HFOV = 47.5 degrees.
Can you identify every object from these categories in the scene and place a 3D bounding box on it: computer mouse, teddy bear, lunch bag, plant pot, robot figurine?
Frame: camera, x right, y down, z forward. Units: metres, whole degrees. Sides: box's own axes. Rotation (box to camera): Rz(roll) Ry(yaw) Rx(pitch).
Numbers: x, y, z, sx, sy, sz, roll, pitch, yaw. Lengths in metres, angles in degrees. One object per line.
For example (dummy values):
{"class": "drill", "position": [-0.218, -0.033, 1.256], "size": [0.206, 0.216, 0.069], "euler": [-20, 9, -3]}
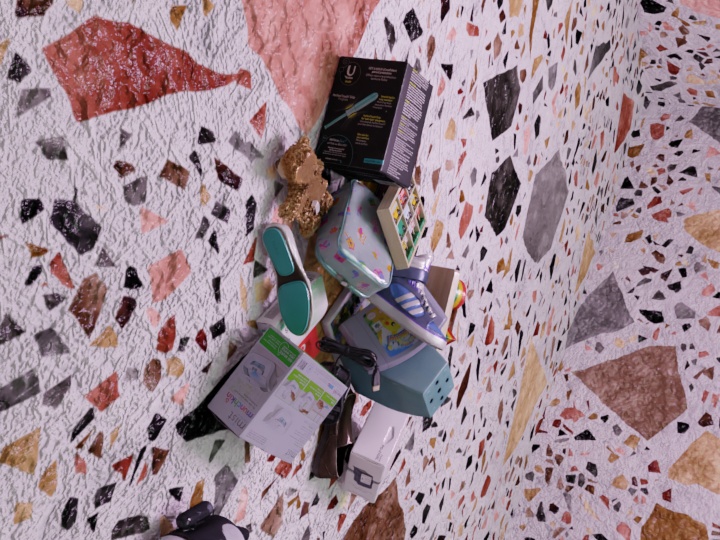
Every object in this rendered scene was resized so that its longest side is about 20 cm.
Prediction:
{"class": "computer mouse", "position": [-0.028, 0.224, 1.631], "size": [0.046, 0.138, 0.203], "euler": [-57, 158, -61]}
{"class": "teddy bear", "position": [-0.103, -0.143, 1.437], "size": [0.147, 0.066, 0.200], "euler": [-66, 157, -10]}
{"class": "lunch bag", "position": [-0.002, -0.054, 1.529], "size": [0.160, 0.076, 0.202], "euler": [41, 41, -31]}
{"class": "plant pot", "position": [0.086, 0.208, 1.707], "size": [0.142, 0.198, 0.142], "euler": [-47, 141, -23]}
{"class": "robot figurine", "position": [-0.264, 0.471, 1.324], "size": [0.125, 0.151, 0.199], "euler": [-40, 164, 24]}

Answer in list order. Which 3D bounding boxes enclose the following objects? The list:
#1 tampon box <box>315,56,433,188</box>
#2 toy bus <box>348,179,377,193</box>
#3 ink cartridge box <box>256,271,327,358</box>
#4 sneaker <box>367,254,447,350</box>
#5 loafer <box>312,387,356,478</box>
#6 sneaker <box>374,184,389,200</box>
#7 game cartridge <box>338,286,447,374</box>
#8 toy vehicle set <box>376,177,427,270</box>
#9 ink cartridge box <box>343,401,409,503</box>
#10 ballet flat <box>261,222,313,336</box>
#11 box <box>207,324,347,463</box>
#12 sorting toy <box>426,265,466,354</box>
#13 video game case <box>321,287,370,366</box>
{"class": "tampon box", "position": [0.026, -0.273, 1.516], "size": [0.126, 0.148, 0.203], "euler": [20, 84, -61]}
{"class": "toy bus", "position": [0.037, -0.243, 1.624], "size": [0.065, 0.077, 0.203], "euler": [22, 82, -61]}
{"class": "ink cartridge box", "position": [-0.114, 0.127, 1.533], "size": [0.161, 0.049, 0.202], "euler": [-49, 139, -42]}
{"class": "sneaker", "position": [0.117, 0.044, 1.602], "size": [0.147, 0.199, 0.081], "euler": [-54, 170, -5]}
{"class": "loafer", "position": [-0.039, 0.348, 1.737], "size": [0.073, 0.070, 0.203], "euler": [20, 84, -62]}
{"class": "sneaker", "position": [0.058, -0.098, 1.662], "size": [0.080, 0.074, 0.203], "euler": [-12, 90, -56]}
{"class": "game cartridge", "position": [0.071, 0.114, 1.654], "size": [0.199, 0.134, 0.041], "euler": [-34, 165, -10]}
{"class": "toy vehicle set", "position": [0.084, -0.105, 1.588], "size": [0.201, 0.026, 0.126], "euler": [-64, 139, -57]}
{"class": "ink cartridge box", "position": [0.033, 0.399, 1.807], "size": [0.201, 0.083, 0.146], "euler": [100, 16, -53]}
{"class": "ballet flat", "position": [-0.117, 0.011, 1.424], "size": [0.069, 0.069, 0.203], "euler": [-30, 108, -53]}
{"class": "box", "position": [-0.138, 0.222, 1.427], "size": [0.177, 0.096, 0.200], "euler": [-52, 148, -6]}
{"class": "sorting toy", "position": [0.153, 0.093, 1.843], "size": [0.069, 0.198, 0.203], "euler": [15, 88, -32]}
{"class": "video game case", "position": [-0.008, 0.102, 1.746], "size": [0.201, 0.022, 0.184], "euler": [-55, 145, -34]}
